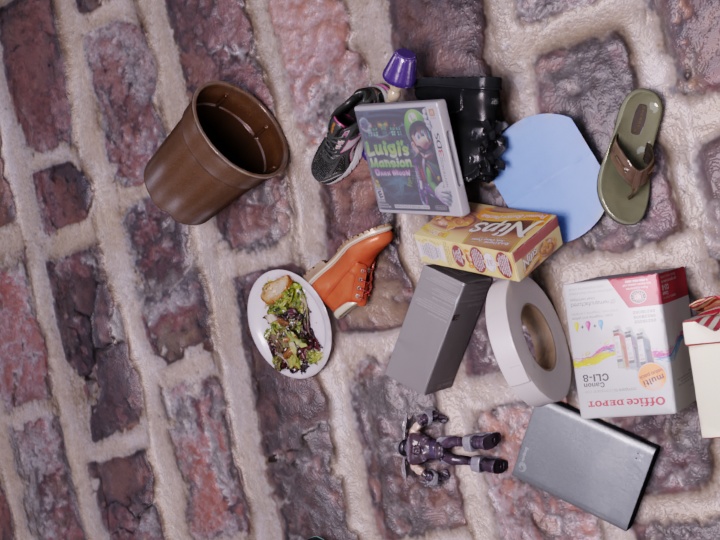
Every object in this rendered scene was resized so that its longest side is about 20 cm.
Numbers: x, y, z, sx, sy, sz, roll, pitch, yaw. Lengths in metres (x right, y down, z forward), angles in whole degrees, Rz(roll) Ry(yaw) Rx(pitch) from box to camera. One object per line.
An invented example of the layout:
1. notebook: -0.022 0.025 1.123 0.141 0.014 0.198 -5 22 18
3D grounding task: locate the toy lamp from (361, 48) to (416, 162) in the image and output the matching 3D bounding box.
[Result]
1. toy lamp: 0.050 -0.266 1.822 0.058 0.058 0.200 37 135 23

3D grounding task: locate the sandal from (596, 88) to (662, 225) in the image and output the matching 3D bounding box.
1. sandal: 0.396 -0.167 1.643 0.079 0.057 0.202 7 97 -2

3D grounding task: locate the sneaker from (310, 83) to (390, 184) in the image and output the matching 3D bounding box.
1. sneaker: -0.031 -0.236 1.892 0.080 0.086 0.200 43 114 23

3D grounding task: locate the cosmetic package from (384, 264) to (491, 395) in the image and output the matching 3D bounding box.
1. cosmetic package: 0.125 0.093 1.812 0.090 0.107 0.201 24 107 28

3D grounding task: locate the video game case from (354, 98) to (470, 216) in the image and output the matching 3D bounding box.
1. video game case: 0.079 -0.176 1.767 0.200 0.023 0.182 7 117 51

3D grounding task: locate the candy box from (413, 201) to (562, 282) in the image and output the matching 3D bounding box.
1. candy box: 0.194 -0.048 1.723 0.200 0.115 0.055 14 132 44

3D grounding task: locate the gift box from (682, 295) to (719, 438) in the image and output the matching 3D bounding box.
1. gift box: 0.546 0.119 1.513 0.184 0.200 0.187 -9 88 26

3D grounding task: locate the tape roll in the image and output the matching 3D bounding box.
1. tape roll: 0.253 0.105 1.680 0.037 0.203 0.203 -21 83 30

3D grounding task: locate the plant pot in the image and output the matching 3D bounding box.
1. plant pot: -0.267 -0.195 1.977 0.198 0.200 0.201 -37 75 35

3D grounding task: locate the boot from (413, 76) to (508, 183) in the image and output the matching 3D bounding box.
1. boot: 0.151 -0.222 1.767 0.198 0.073 0.163 12 102 52

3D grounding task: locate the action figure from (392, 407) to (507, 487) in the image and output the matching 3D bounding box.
1. action figure: 0.137 0.295 1.845 0.199 0.069 0.131 0 100 35

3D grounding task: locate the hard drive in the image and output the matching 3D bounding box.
1. hard drive: 0.345 0.294 1.737 0.200 0.033 0.140 23 105 28

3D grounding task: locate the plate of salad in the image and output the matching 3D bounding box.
1. plate of salad: -0.133 0.098 1.981 0.200 0.048 0.201 13 112 35

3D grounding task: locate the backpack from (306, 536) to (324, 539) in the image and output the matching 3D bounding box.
1. backpack: -0.101 0.596 1.960 0.176 0.153 0.200 43 120 15

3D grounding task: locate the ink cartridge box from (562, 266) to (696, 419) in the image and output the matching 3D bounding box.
1. ink cartridge box: 0.396 0.105 1.628 0.145 0.145 0.201 -8 90 31

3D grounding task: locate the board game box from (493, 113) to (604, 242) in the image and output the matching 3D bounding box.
1. board game box: 0.296 -0.143 1.733 0.158 0.039 0.200 -33 84 27

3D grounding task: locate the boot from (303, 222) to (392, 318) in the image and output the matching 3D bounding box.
1. boot: 0.000 0.000 1.904 0.200 0.075 0.107 -40 76 35
